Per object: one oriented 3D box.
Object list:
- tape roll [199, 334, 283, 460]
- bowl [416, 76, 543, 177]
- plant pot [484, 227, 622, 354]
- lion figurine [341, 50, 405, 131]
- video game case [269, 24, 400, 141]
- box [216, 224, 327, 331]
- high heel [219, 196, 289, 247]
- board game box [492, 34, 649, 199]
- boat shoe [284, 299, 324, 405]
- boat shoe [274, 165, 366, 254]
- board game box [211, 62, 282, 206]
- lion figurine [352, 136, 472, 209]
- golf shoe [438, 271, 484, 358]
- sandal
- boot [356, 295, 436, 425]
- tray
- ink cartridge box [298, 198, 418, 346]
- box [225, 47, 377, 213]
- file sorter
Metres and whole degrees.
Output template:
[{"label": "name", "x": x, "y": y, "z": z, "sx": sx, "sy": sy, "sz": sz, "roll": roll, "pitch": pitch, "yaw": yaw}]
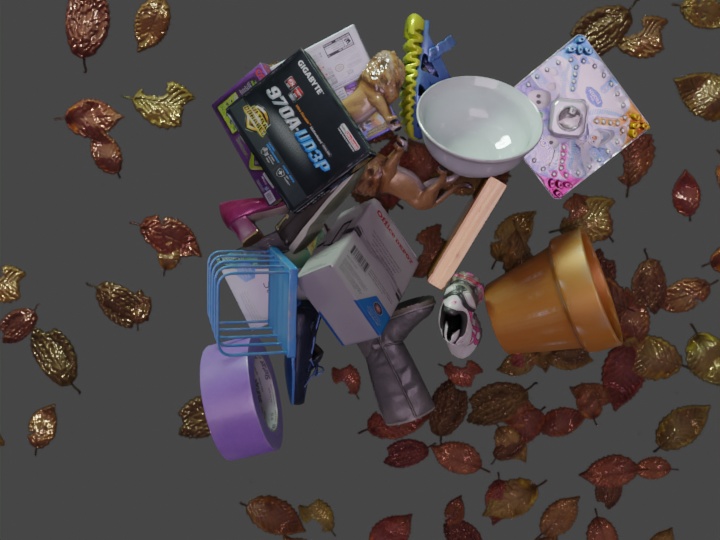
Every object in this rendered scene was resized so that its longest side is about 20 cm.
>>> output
[{"label": "tape roll", "x": -0.200, "y": 0.217, "z": 1.294, "sx": 0.084, "sy": 0.200, "sz": 0.201, "roll": -14, "pitch": 100, "yaw": 5}, {"label": "bowl", "x": 0.184, "y": -0.214, "z": 1.213, "sx": 0.200, "sy": 0.202, "sz": 0.091, "roll": 7, "pitch": 141, "yaw": 1}, {"label": "plant pot", "x": 0.314, "y": 0.053, "z": 1.260, "sx": 0.182, "sy": 0.200, "sz": 0.201, "roll": -20, "pitch": 99, "yaw": 22}, {"label": "lion figurine", "x": -0.005, "y": -0.259, "z": 1.218, "sx": 0.199, "sy": 0.072, "sz": 0.123, "roll": -31, "pitch": 75, "yaw": 14}, {"label": "video game case", "x": -0.058, "y": -0.283, "z": 1.275, "sx": 0.199, "sy": 0.045, "sz": 0.182, "roll": -25, "pitch": 97, "yaw": 7}, {"label": "box", "x": -0.134, "y": 0.002, "z": 1.335, "sx": 0.199, "sy": 0.036, "sz": 0.145, "roll": -25, "pitch": 99, "yaw": 6}, {"label": "high heel", "x": -0.148, "y": -0.131, "z": 1.309, "sx": 0.200, "sy": 0.067, "sz": 0.096, "roll": -37, "pitch": 70, "yaw": 4}, {"label": "board game box", "x": 0.353, "y": -0.257, "z": 1.274, "sx": 0.200, "sy": 0.026, "sz": 0.200, "roll": -38, "pitch": 97, "yaw": 8}, {"label": "boat shoe", "x": -0.094, "y": 0.149, "z": 1.329, "sx": 0.068, "sy": 0.084, "sz": 0.201, "roll": -3, "pitch": 118, "yaw": -19}, {"label": "boat shoe", "x": -0.070, "y": -0.116, "z": 1.242, "sx": 0.061, "sy": 0.072, "sz": 0.201, "roll": 46, "pitch": 115, "yaw": 10}, {"label": "board game box", "x": -0.151, "y": -0.221, "z": 1.239, "sx": 0.120, "sy": 0.032, "sz": 0.201, "roll": -32, "pitch": 85, "yaw": 29}, {"label": "lion figurine", "x": 0.076, "y": -0.147, "z": 1.275, "sx": 0.199, "sy": 0.073, "sz": 0.123, "roll": 29, "pitch": 119, "yaw": -8}, {"label": "golf shoe", "x": 0.159, "y": 0.093, "z": 1.276, "sx": 0.072, "sy": 0.092, "sz": 0.201, "roll": 22, "pitch": 145, "yaw": 24}, {"label": "sandal", "x": 0.111, "y": -0.317, "z": 1.249, "sx": 0.086, "sy": 0.080, "sz": 0.201, "roll": 3, "pitch": 104, "yaw": -10}, {"label": "boot", "x": 0.085, "y": 0.161, "z": 1.338, "sx": 0.181, "sy": 0.073, "sz": 0.201, "roll": -24, "pitch": 92, "yaw": 20}, {"label": "tray", "x": 0.176, "y": -0.067, "z": 1.278, "sx": 0.037, "sy": 0.099, "sz": 0.201, "roll": 30, "pitch": 100, "yaw": 1}, {"label": "ink cartridge box", "x": 0.000, "y": 0.000, "z": 1.232, "sx": 0.084, "sy": 0.200, "sz": 0.146, "roll": -20, "pitch": 114, "yaw": 35}, {"label": "box", "x": -0.093, "y": -0.214, "z": 1.176, "sx": 0.159, "sy": 0.046, "sz": 0.201, "roll": -34, "pitch": 84, "yaw": 14}, {"label": "file sorter", "x": -0.178, "y": 0.046, "z": 1.213, "sx": 0.122, "sy": 0.200, "sz": 0.140, "roll": 0, "pitch": 101, "yaw": -15}]
